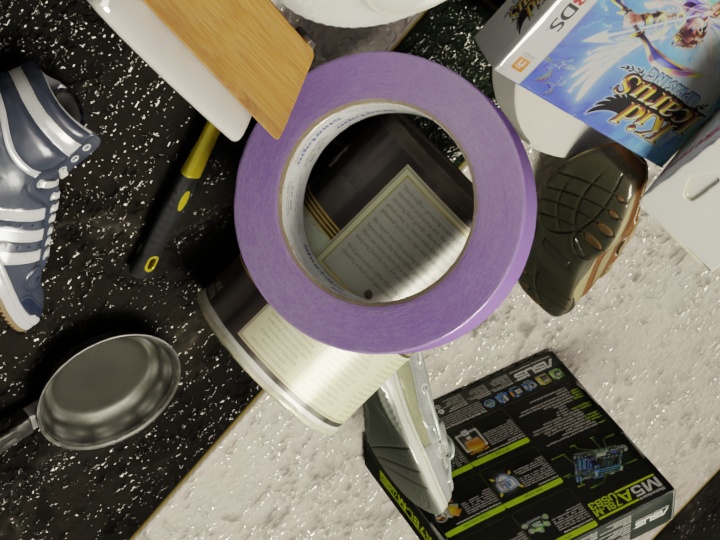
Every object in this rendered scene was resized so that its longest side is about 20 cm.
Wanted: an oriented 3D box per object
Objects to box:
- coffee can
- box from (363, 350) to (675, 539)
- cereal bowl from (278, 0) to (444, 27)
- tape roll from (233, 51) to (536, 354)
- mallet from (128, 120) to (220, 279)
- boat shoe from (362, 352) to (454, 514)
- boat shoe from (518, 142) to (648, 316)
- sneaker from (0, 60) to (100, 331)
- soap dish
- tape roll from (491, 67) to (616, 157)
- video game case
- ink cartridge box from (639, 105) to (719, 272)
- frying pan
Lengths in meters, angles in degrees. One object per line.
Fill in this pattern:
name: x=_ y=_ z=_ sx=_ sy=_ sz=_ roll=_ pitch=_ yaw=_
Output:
coffee can: x=0.000 y=0.000 z=1.486 sx=0.200 sy=0.147 sz=0.146 roll=-44 pitch=142 yaw=7
box: x=0.132 y=0.175 z=1.727 sx=0.199 sy=0.193 sz=0.048 roll=-23 pitch=140 yaw=-20
cereal bowl: x=0.027 y=-0.224 z=1.302 sx=0.199 sy=0.084 sz=0.200 roll=-23 pitch=155 yaw=-11
tape roll: x=0.017 y=-0.044 z=1.376 sx=0.200 sy=0.200 sz=0.066 roll=-45 pitch=169 yaw=8
mallet: x=-0.108 y=-0.074 z=1.422 sx=0.066 sy=0.041 sz=0.201 roll=-8 pitch=137 yaw=-37
boat shoe: x=0.037 y=0.103 z=1.638 sx=0.065 sy=0.074 sz=0.203 roll=-30 pitch=110 yaw=-23
boat shoe: x=0.187 y=-0.042 z=1.647 sx=0.074 sy=0.076 sz=0.200 roll=-32 pitch=163 yaw=-30
sneaker: x=-0.215 y=-0.049 z=1.327 sx=0.108 sy=0.070 sz=0.201 roll=-28 pitch=137 yaw=-11
soap dish: x=-0.118 y=-0.177 z=1.192 sx=0.081 sy=0.157 sz=0.200 roll=-42 pitch=149 yaw=2
tape roll: x=0.191 y=-0.177 z=1.557 sx=0.202 sy=0.037 sz=0.204 roll=-23 pitch=139 yaw=-21
video game case: x=0.211 y=-0.184 z=1.476 sx=0.199 sy=0.046 sz=0.181 roll=24 pitch=118 yaw=-39
ink cartridge box: x=0.318 y=-0.111 z=1.536 sx=0.200 sy=0.087 sz=0.145 roll=-47 pitch=-179 yaw=-31
frying pan: x=-0.218 y=0.109 z=1.510 sx=0.190 sy=0.031 sz=0.115 roll=-37 pitch=142 yaw=2
